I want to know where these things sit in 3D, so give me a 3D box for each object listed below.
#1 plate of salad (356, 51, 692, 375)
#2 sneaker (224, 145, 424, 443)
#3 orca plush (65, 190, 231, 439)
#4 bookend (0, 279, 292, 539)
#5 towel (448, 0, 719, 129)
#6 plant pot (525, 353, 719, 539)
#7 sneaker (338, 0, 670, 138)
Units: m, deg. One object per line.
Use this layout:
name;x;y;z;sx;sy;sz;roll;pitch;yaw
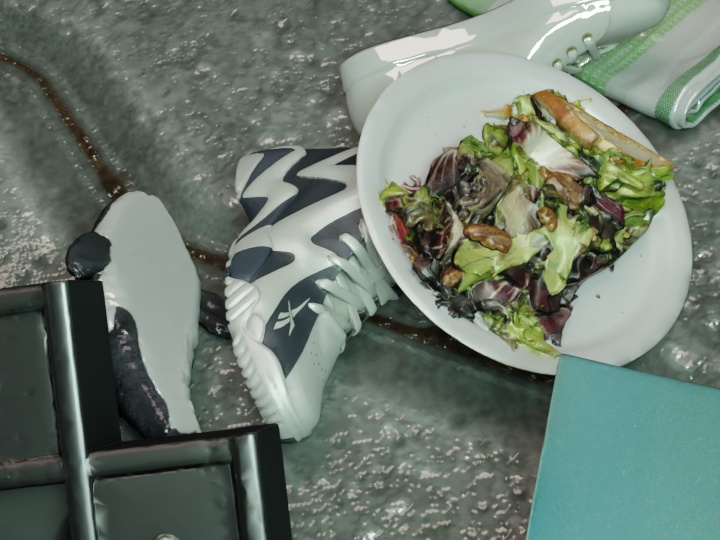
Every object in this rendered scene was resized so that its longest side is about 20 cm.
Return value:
plate of salad;0.093;-0.038;1.152;0.198;0.048;0.201;12;58;-19
sneaker;0.000;0.000;1.168;0.129;0.080;0.200;-14;37;12
orca plush;-0.121;0.049;1.184;0.071;0.105;0.201;-48;53;30
bookend;-0.124;0.086;1.043;0.198;0.092;0.201;-6;89;6
towel;0.166;-0.173;1.317;0.149;0.031;0.200;-40;53;-22
plant pot;0.174;0.147;0.966;0.198;0.142;0.142;8;51;9
sneaker;0.091;-0.109;1.252;0.199;0.073;0.085;-19;76;12
